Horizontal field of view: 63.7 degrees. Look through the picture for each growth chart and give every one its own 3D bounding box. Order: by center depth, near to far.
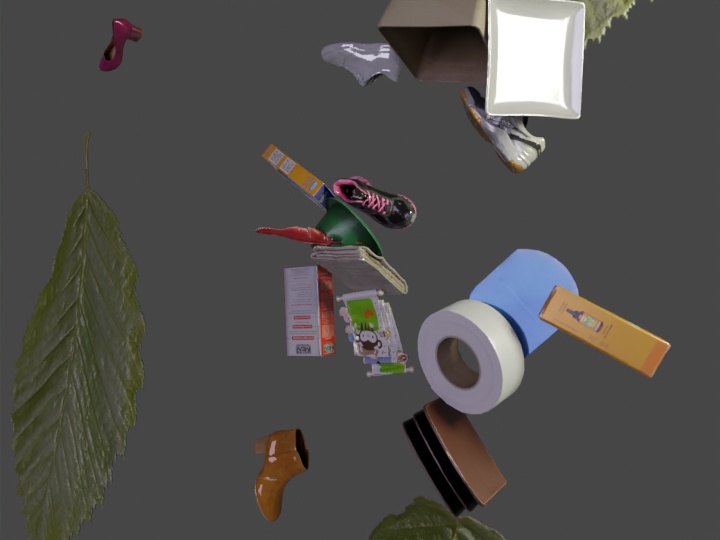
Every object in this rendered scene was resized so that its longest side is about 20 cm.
[{"bbox_3d":[0.026,0.134,1.236,0.144,0.018,0.202,-21,90,36],"label":"growth chart"}]

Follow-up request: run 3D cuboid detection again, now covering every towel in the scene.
[{"bbox_3d":[0.000,0.000,1.177,0.131,0.200,0.035,2,67,32],"label":"towel"}]

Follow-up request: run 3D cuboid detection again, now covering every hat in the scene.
[{"bbox_3d":[-0.081,-0.038,1.193,0.176,0.166,0.200,-42,81,-17],"label":"hat"}]

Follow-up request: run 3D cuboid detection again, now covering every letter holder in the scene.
[{"bbox_3d":[0.164,0.355,1.098,0.100,0.142,0.201,-40,71,25],"label":"letter holder"}]

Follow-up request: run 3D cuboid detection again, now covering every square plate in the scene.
[{"bbox_3d":[0.300,-0.367,1.006,0.028,0.198,0.200,-161,69,-69],"label":"square plate"}]

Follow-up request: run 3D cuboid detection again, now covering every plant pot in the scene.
[{"bbox_3d":[0.178,-0.479,1.077,0.198,0.199,0.179,14,85,30],"label":"plant pot"}]

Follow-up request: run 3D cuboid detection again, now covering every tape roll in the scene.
[{"bbox_3d":[0.200,0.160,1.077,0.202,0.070,0.204,23,123,42],"label":"tape roll"}]

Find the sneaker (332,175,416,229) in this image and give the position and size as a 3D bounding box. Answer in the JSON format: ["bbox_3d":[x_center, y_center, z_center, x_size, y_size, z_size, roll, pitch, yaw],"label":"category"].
[{"bbox_3d":[0.023,-0.144,1.217,0.199,0.095,0.080,27,101,28],"label":"sneaker"}]

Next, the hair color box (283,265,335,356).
[{"bbox_3d":[-0.117,0.092,1.319,0.101,0.061,0.202,-4,87,31],"label":"hair color box"}]

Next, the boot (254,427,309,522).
[{"bbox_3d":[-0.177,0.476,1.347,0.143,0.071,0.203,-18,75,33],"label":"boot"}]

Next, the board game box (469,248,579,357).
[{"bbox_3d":[0.302,0.060,1.078,0.200,0.039,0.158,-45,67,15],"label":"board game box"}]

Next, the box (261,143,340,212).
[{"bbox_3d":[-0.122,-0.193,1.288,0.200,0.119,0.042,42,89,26],"label":"box"}]

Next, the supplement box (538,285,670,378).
[{"bbox_3d":[0.404,0.098,0.974,0.199,0.069,0.067,30,101,13],"label":"supplement box"}]

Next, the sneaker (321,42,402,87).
[{"bbox_3d":[-0.002,-0.443,1.252,0.198,0.075,0.089,12,107,30],"label":"sneaker"}]

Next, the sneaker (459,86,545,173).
[{"bbox_3d":[0.268,-0.279,1.091,0.087,0.076,0.201,-37,74,9],"label":"sneaker"}]

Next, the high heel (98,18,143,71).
[{"bbox_3d":[-0.724,-0.655,1.675,0.199,0.096,0.068,-34,73,26],"label":"high heel"}]
